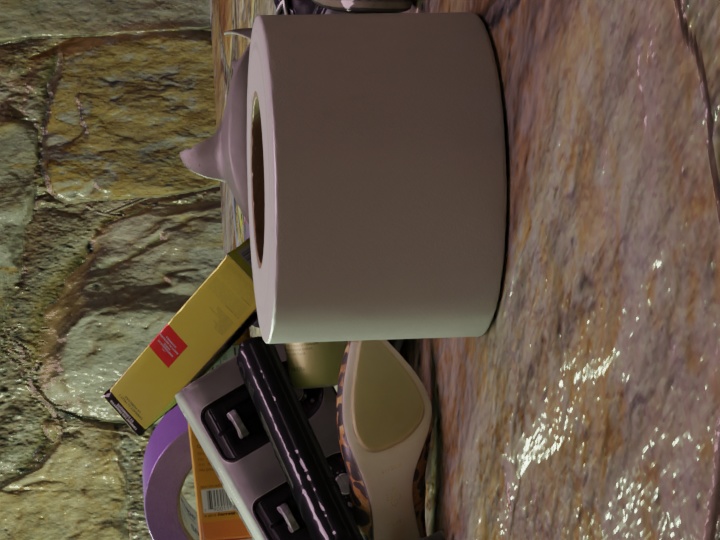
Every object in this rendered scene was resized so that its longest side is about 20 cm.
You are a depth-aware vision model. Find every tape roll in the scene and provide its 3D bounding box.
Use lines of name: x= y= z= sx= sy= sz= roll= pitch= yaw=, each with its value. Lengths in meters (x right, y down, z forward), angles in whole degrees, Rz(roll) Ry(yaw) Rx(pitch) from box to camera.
tape roll: x=-0.111 y=0.207 z=1.931 sx=0.066 sy=0.198 sz=0.202 roll=-107 pitch=17 yaw=-64
tape roll: x=0.004 y=-0.057 z=1.233 sx=0.203 sy=0.138 sz=0.205 roll=178 pitch=90 yaw=-82

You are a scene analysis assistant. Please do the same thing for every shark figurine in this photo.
shark figurine: x=-0.100 y=-0.115 z=1.588 sx=0.128 sy=0.089 sz=0.216 roll=36 pitch=-135 yaw=-64

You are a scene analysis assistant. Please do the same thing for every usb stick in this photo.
usb stick: x=-0.044 y=0.134 z=1.448 sx=0.056 sy=0.032 sz=0.201 roll=81 pitch=166 yaw=-53

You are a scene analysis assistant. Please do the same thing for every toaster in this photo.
toaster: x=-0.059 y=0.146 z=1.614 sx=0.182 sy=0.118 sz=0.200 roll=61 pitch=173 yaw=3

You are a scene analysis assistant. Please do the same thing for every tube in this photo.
tube: x=-0.045 y=-0.014 z=1.486 sx=0.052 sy=0.058 sz=0.202 roll=-29 pitch=-70 yaw=-80

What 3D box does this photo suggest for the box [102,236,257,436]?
box: x=-0.130 y=0.051 z=1.646 sx=0.200 sy=0.050 sz=0.075 roll=-46 pitch=-3 yaw=35

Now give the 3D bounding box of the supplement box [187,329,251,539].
supplement box: x=-0.121 y=0.136 z=1.771 sx=0.067 sy=0.068 sz=0.202 roll=-107 pitch=14 yaw=-72

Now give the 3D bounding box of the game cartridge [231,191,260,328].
game cartridge: x=-0.089 y=-0.057 z=1.742 sx=0.134 sy=0.041 sz=0.201 roll=92 pitch=171 yaw=-51

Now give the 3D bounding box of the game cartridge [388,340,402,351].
game cartridge: x=0.000 y=0.000 z=1.532 sx=0.200 sy=0.040 sz=0.134 roll=107 pitch=146 yaw=-66

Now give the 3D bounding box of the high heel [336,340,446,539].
high heel: x=0.011 y=0.148 z=1.448 sx=0.143 sy=0.071 sz=0.201 roll=119 pitch=139 yaw=-64

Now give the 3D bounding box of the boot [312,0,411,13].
boot: x=-0.002 y=-0.282 z=1.486 sx=0.204 sy=0.073 sz=0.155 roll=-112 pitch=24 yaw=-65

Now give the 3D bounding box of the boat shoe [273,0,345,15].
boat shoe: x=-0.038 y=-0.215 z=1.617 sx=0.200 sy=0.067 sz=0.072 roll=-86 pitch=17 yaw=-70
